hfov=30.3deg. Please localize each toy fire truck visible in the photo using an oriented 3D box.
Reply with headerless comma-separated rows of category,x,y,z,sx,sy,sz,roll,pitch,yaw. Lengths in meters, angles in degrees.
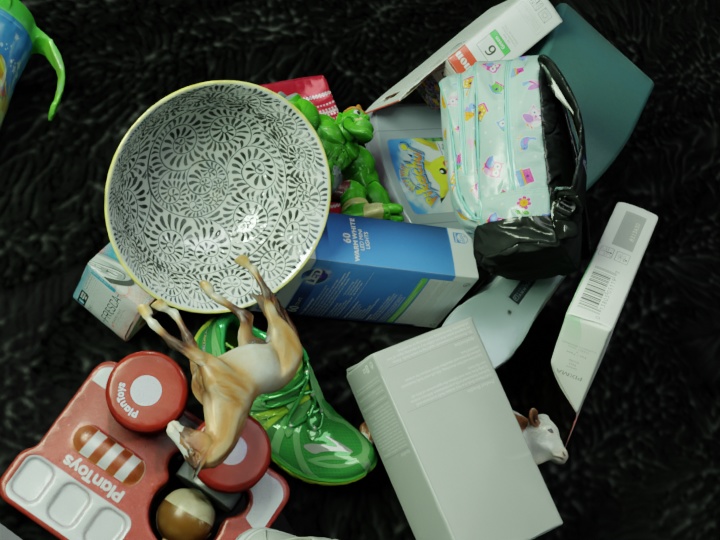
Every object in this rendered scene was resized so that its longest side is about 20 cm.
toy fire truck,-0.170,0.173,1.091,0.200,0.112,0.168,36,75,0

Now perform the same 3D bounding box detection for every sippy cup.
sippy cup,-0.369,-0.175,1.198,0.177,0.140,0.131,-4,66,16

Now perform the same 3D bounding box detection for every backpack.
backpack,0.144,-0.101,1.236,0.126,0.167,0.201,-7,78,7

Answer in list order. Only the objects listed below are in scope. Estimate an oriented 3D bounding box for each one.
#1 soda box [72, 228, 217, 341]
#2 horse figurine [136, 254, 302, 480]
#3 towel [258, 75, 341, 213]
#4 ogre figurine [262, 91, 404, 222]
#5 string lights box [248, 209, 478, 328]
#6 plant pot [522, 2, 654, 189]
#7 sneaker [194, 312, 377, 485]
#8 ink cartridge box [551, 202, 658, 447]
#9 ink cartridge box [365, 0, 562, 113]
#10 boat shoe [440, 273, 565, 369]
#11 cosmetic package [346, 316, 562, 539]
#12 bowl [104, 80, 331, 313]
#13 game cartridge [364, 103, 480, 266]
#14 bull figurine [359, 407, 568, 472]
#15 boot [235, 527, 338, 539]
soda box,-0.173,-0.028,1.233,0.068,0.064,0.200,39,50,2
horse figurine,-0.100,0.065,1.060,0.133,0.050,0.200,55,33,3
towel,-0.059,-0.111,1.370,0.144,0.022,0.200,-12,66,-31
ogre figurine,-0.029,-0.101,1.293,0.200,0.098,0.120,17,41,-32
string lights box,0.000,0.000,1.274,0.199,0.103,0.059,7,56,-23
plant pot,0.200,-0.149,1.424,0.141,0.141,0.200,38,47,-14
sneaker,-0.068,0.115,1.178,0.200,0.084,0.074,40,53,4
ink cartridge box,0.224,0.056,1.299,0.050,0.200,0.161,23,50,10
ink cartridge box,0.106,-0.213,1.392,0.200,0.109,0.050,-41,102,-16
boat shoe,0.136,0.047,1.331,0.071,0.091,0.200,43,66,5
cosmetic package,0.080,0.154,1.156,0.107,0.090,0.200,-17,81,-23
bowl,-0.134,-0.072,1.158,0.200,0.201,0.094,2,16,-25
game cartridge,0.079,-0.094,1.419,0.133,0.040,0.200,-8,63,-26
bull figurine,0.092,0.159,1.240,0.200,0.065,0.122,25,58,-3
boot,-0.006,0.258,1.074,0.200,0.095,0.074,21,80,-38
